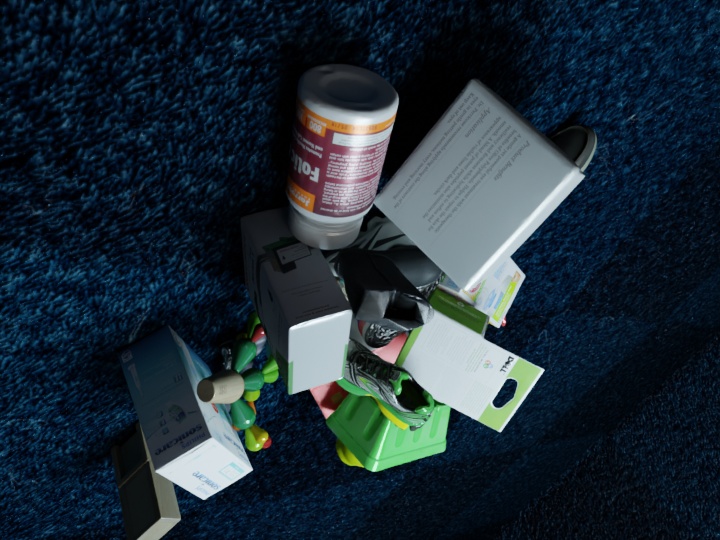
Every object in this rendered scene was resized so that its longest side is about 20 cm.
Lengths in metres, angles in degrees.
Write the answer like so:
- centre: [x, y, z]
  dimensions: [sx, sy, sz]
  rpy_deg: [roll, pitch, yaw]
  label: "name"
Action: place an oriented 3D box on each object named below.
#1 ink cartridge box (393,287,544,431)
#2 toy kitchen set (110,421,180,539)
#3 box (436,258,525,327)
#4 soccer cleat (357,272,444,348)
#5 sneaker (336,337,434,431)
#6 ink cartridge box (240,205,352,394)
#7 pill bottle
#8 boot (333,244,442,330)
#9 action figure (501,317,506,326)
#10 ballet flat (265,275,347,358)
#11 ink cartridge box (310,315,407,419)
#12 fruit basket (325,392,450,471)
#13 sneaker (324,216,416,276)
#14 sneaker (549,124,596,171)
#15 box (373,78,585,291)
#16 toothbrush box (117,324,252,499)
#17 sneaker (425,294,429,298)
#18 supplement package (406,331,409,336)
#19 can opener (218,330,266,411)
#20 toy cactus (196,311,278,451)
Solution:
- centre: [0.168, 0.143, 0.984]
  dimensions: [0.148, 0.200, 0.076]
  rpy_deg: [-66, 173, 29]
  label: "ink cartridge box"
- centre: [-0.325, 0.387, 1.046]
  dimensions: [0.163, 0.181, 0.200]
  rpy_deg: [-44, 140, 15]
  label: "toy kitchen set"
- centre: [0.187, 0.005, 1.054]
  dimensions: [0.200, 0.101, 0.113]
  rpy_deg: [36, 81, -53]
  label: "box"
- centre: [0.063, 0.027, 0.971]
  dimensions: [0.068, 0.073, 0.200]
  rpy_deg: [30, 102, -31]
  label: "soccer cleat"
- centre: [0.031, 0.159, 0.947]
  dimensions: [0.078, 0.200, 0.085]
  rpy_deg: [-53, 176, -35]
  label: "sneaker"
- centre: [-0.089, 0.034, 0.812]
  dimensions: [0.084, 0.200, 0.146]
  rpy_deg: [-15, 140, -20]
  label: "ink cartridge box"
- centre: [-0.030, -0.130, 0.740]
  dimensions: [0.114, 0.114, 0.200]
  rpy_deg: [-13, 139, -27]
  label: "pill bottle"
- centre: [0.057, 0.017, 0.810]
  dimensions: [0.164, 0.200, 0.066]
  rpy_deg: [-2, 103, -11]
  label: "boot"
- centre: [0.178, 0.120, 1.121]
  dimensions: [0.200, 0.065, 0.052]
  rpy_deg: [-19, 115, -32]
  label: "action figure"
- centre: [-0.070, 0.081, 0.948]
  dimensions: [0.075, 0.068, 0.200]
  rpy_deg: [5, 137, -39]
  label: "ballet flat"
- centre: [-0.010, 0.141, 1.049]
  dimensions: [0.200, 0.045, 0.177]
  rpy_deg: [-29, 104, -7]
  label: "ink cartridge box"
- centre: [0.036, 0.290, 1.082]
  dimensions: [0.215, 0.155, 0.216]
  rpy_deg: [-24, 133, -29]
  label: "fruit basket"
- centre: [0.000, 0.000, 0.941]
  dimensions: [0.200, 0.089, 0.074]
  rpy_deg: [-42, 146, 13]
  label: "sneaker"
- centre: [0.283, -0.167, 0.980]
  dimensions: [0.200, 0.075, 0.106]
  rpy_deg: [-43, 147, 13]
  label: "sneaker"
- centre: [0.164, -0.110, 0.820]
  dimensions: [0.199, 0.171, 0.200]
  rpy_deg: [-50, 167, 20]
  label: "box"
- centre: [-0.248, 0.201, 0.876]
  dimensions: [0.085, 0.200, 0.147]
  rpy_deg: [-29, 144, -6]
  label: "toothbrush box"
- centre: [0.117, 0.089, 1.152]
  dimensions: [0.082, 0.077, 0.200]
  rpy_deg: [-41, 144, 21]
  label: "sneaker"
- centre: [0.064, 0.205, 1.209]
  dimensions: [0.113, 0.110, 0.200]
  rpy_deg: [-27, 144, -8]
  label: "supplement package"
- centre: [-0.204, 0.173, 0.997]
  dimensions: [0.078, 0.063, 0.200]
  rpy_deg: [-2, 133, -38]
  label: "can opener"
- centre: [-0.157, 0.163, 0.866]
  dimensions: [0.165, 0.102, 0.201]
  rpy_deg: [4, 97, -65]
  label: "toy cactus"
